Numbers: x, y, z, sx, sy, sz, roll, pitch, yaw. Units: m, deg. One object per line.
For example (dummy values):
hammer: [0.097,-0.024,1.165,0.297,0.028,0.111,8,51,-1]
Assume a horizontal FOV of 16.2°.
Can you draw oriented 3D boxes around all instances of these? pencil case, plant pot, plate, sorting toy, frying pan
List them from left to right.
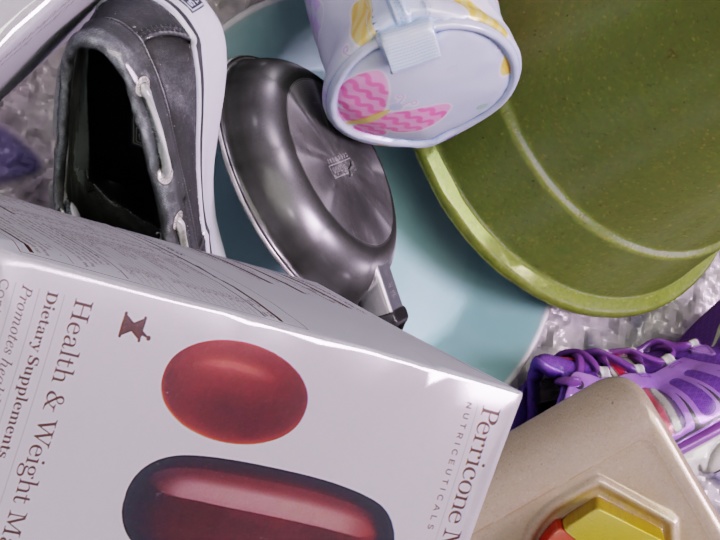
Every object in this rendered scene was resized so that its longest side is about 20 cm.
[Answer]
frying pan: [-0.009,-0.004,1.008,0.115,0.031,0.190,20,48,-58]
plate: [-0.005,-0.022,1.086,0.200,0.026,0.201,5,78,-25]
pencil case: [0.008,-0.149,1.047,0.083,0.091,0.200,-7,60,-9]
sorting toy: [0.081,0.171,1.034,0.185,0.036,0.200,-30,93,7]
plant pot: [0.150,-0.100,1.067,0.200,0.190,0.201,13,67,-34]

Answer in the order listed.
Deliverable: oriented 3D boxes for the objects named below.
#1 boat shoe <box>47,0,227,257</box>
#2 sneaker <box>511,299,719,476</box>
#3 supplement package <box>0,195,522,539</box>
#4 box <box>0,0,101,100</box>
boat shoe: [-0.088,-0.011,0.964,0.073,0.200,0.068,21,37,17]
sneaker: [0.115,0.058,1.096,0.200,0.081,0.084,-35,101,-27]
supplement package: [-0.090,0.087,0.830,0.200,0.147,0.192,15,95,-33]
box: [-0.146,-0.144,0.938,0.131,0.200,0.199,47,64,-6]
